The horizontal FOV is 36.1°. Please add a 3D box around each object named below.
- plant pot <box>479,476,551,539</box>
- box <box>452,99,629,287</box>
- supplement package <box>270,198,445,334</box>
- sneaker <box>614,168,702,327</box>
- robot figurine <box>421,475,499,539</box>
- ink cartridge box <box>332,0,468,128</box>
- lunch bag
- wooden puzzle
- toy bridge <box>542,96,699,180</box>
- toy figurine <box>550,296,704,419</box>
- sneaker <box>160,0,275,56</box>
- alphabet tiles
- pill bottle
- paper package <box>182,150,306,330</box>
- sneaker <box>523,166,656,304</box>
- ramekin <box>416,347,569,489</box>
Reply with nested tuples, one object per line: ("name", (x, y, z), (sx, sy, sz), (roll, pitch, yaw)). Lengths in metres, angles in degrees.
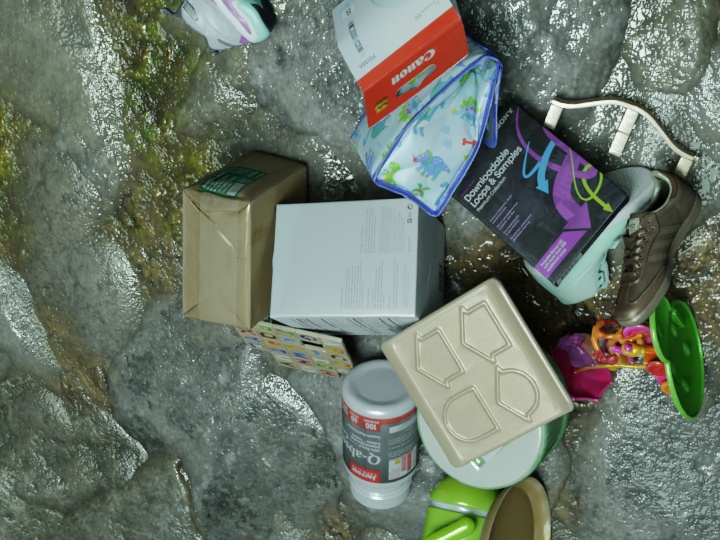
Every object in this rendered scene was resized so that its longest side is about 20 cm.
("plant pot", (0.215, 0.392, 1.566), (0.027, 0.199, 0.204), (6, 114, 36))
("box", (0.217, -0.099, 1.390), (0.200, 0.036, 0.144), (42, 95, 21))
("supplement package", (0.000, 0.000, 1.469), (0.196, 0.151, 0.155), (-1, 78, 18))
("sneaker", (0.345, -0.030, 1.346), (0.075, 0.202, 0.070), (35, 160, -18))
("robot figurine", (0.146, 0.387, 1.591), (0.113, 0.175, 0.204), (8, 81, 14))
("ink cartridge box", (0.044, -0.293, 1.347), (0.159, 0.202, 0.047), (-33, 134, 26))
("lunch bag", (0.091, -0.196, 1.364), (0.126, 0.170, 0.202), (25, 106, -22))
("wooden puzzle", (0.146, 0.126, 1.370), (0.199, 0.046, 0.187), (-32, 90, 32))
("toy bridge", (0.332, -0.177, 1.386), (0.197, 0.027, 0.068), (23, 115, 7))
("toy figurine", (0.329, 0.112, 1.437), (0.181, 0.153, 0.200), (-9, 146, 32))
("sneaker", (-0.211, -0.381, 1.455), (0.138, 0.078, 0.203), (-17, 105, 22))
("alphabet tiles", (-0.090, 0.114, 1.573), (0.164, 0.201, 0.008), (11, 70, 13))
("pill bottle", (0.030, 0.239, 1.592), (0.114, 0.116, 0.203), (9, 126, 14))
("paper package", (-0.154, -0.044, 1.501), (0.102, 0.200, 0.194), (10, 113, 18))
("sneaker", (0.313, -0.042, 1.436), (0.200, 0.074, 0.118), (-40, 133, 7))
("ramekin", (0.170, 0.187, 1.454), (0.196, 0.098, 0.204), (7, 108, 21))
